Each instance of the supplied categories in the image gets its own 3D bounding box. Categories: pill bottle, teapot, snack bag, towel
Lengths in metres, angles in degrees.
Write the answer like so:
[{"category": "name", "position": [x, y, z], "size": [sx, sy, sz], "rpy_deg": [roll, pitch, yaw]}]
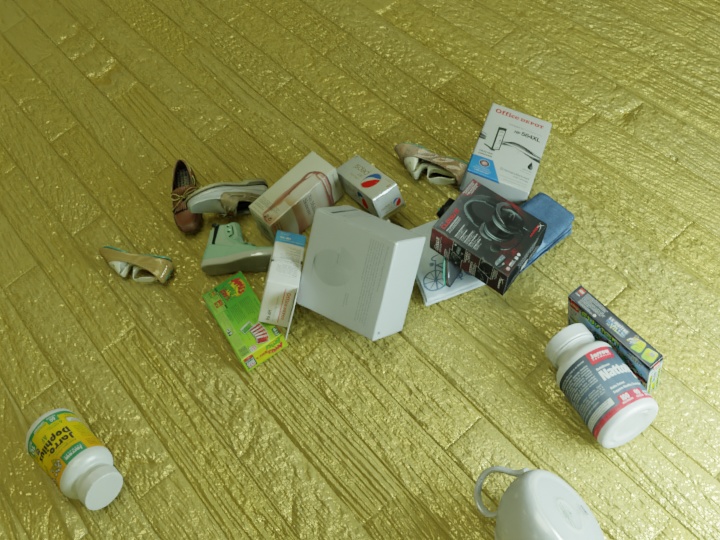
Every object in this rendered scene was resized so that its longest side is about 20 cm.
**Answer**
[{"category": "pill bottle", "position": [-0.548, 0.366, 1.603], "size": [0.199, 0.114, 0.113], "rpy_deg": [34, 69, 31]}, {"category": "teapot", "position": [0.280, 0.426, 1.327], "size": [0.146, 0.196, 0.201], "rpy_deg": [-47, 14, 24]}, {"category": "snack bag", "position": [0.189, -0.036, 1.748], "size": [0.185, 0.022, 0.202], "rpy_deg": [-21, 54, -1]}, {"category": "pill bottle", "position": [0.416, 0.197, 1.465], "size": [0.118, 0.120, 0.201], "rpy_deg": [-28, 54, -6]}, {"category": "towel", "position": [0.336, -0.071, 1.702], "size": [0.199, 0.049, 0.112], "rpy_deg": [-37, 62, -18]}]

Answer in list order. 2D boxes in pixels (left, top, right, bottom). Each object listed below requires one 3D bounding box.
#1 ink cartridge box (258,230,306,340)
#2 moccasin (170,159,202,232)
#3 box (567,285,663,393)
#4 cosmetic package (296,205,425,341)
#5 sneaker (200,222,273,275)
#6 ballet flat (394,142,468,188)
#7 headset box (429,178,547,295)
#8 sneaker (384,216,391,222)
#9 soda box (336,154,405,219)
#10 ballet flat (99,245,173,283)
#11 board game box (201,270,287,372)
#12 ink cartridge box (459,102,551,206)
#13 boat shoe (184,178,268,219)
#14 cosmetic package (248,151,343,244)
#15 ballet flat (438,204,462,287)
[{"category": "ink cartridge box", "position": [-0.161, 0.029, 1.700], "size": [0.066, 0.117, 0.202], "rpy_deg": [12, 40, -7]}, {"category": "moccasin", "position": [-0.414, -0.177, 1.966], "size": [0.072, 0.078, 0.205], "rpy_deg": [-9, 56, 4]}, {"category": "box", "position": [0.458, 0.126, 1.510], "size": [0.034, 0.111, 0.200], "rpy_deg": [-35, 54, -12]}, {"category": "cosmetic package", "position": [0.000, 0.000, 1.646], "size": [0.198, 0.203, 0.122], "rpy_deg": [25, 20, 30]}, {"category": "sneaker", "position": [-0.257, -0.062, 1.845], "size": [0.196, 0.074, 0.120], "rpy_deg": [-5, 61, 14]}, {"category": "ballet flat", "position": [0.151, -0.233, 1.868], "size": [0.197, 0.068, 0.068], "rpy_deg": [19, 64, 26]}, {"category": "headset box", "position": [0.241, -0.072, 1.631], "size": [0.199, 0.078, 0.149], "rpy_deg": [35, 65, 18]}, {"category": "sneaker", "position": [0.048, -0.030, 1.758], "size": [0.083, 0.075, 0.202], "rpy_deg": [-21, 44, 7]}, {"category": "soda box", "position": [0.019, -0.183, 1.831], "size": [0.068, 0.064, 0.200], "rpy_deg": [-33, 35, -9]}, {"category": "ballet flat", "position": [-0.518, -0.011, 1.889], "size": [0.196, 0.069, 0.064], "rpy_deg": [9, 72, 21]}, {"category": "board game box", "position": [-0.245, 0.104, 1.746], "size": [0.101, 0.048, 0.201], "rpy_deg": [-32, 55, -10]}, {"category": "ink cartridge box", "position": [0.315, -0.246, 1.802], "size": [0.143, 0.085, 0.203], "rpy_deg": [20, 62, 6]}, {"category": "boat shoe", "position": [-0.299, -0.158, 1.906], "size": [0.196, 0.075, 0.069], "rpy_deg": [-14, 68, -17]}, {"category": "cosmetic package", "position": [-0.142, -0.156, 1.868], "size": [0.200, 0.104, 0.087], "rpy_deg": [-44, 58, -15]}, {"category": "ballet flat", "position": [0.197, -0.057, 1.707], "size": [0.071, 0.074, 0.203], "rpy_deg": [-7, 52, 9]}]
